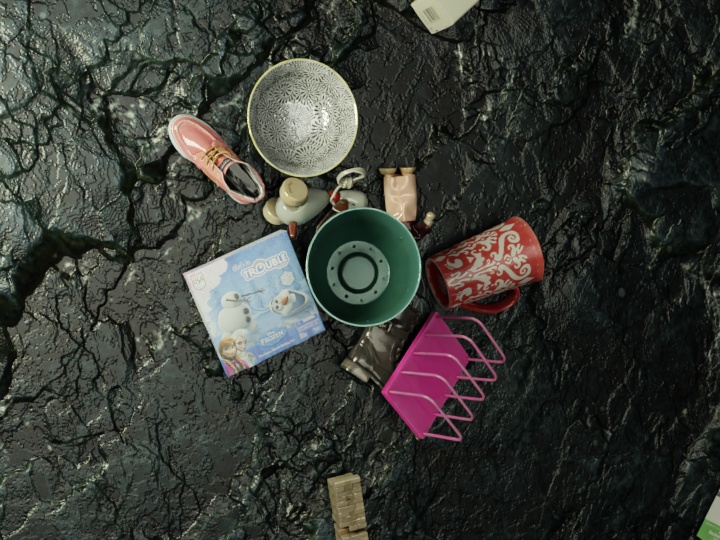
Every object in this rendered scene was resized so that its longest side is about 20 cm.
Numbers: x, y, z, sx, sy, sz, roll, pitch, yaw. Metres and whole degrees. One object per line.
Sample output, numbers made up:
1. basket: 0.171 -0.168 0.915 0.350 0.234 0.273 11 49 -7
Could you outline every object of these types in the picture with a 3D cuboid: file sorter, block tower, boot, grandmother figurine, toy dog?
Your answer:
1. file sorter: 0.165 0.199 1.611 0.139 0.125 0.201 52 58 -28
2. block tower: -0.020 0.488 1.650 0.053 0.058 0.203 -10 100 -19
3. boot: 0.069 0.152 1.646 0.199 0.069 0.175 35 79 -22
4. grandmother figurine: 0.081 -0.094 1.636 0.119 0.061 0.203 0 99 8
5. toy dog: -0.073 -0.104 1.546 0.197 0.132 0.097 -10 69 -11

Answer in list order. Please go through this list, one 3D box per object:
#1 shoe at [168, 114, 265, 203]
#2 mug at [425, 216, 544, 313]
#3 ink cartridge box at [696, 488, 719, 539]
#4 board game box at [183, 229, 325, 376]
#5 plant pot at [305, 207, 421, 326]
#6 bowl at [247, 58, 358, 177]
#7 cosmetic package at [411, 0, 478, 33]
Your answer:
1. shoe: -0.244 -0.193 1.484 0.200 0.091 0.072 45 80 -18
2. mug: 0.242 0.012 1.665 0.198 0.133 0.180 -20 100 -14
3. ink cartridge box: 0.887 0.561 1.975 0.145 0.084 0.202 31 85 -20
4. board game box: -0.189 0.058 1.553 0.198 0.043 0.201 -25 102 -16
5. plant pot: 0.000 0.000 1.541 0.198 0.161 0.204 0 85 -4
6. bowl: -0.113 -0.265 1.524 0.198 0.094 0.204 -2 94 -20
7. cosmetic package: 0.200 -0.541 1.611 0.200 0.103 0.073 -45 107 -12
